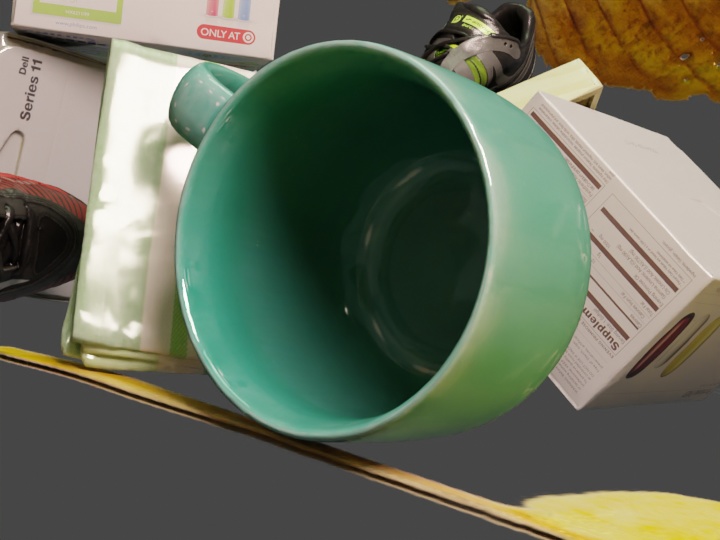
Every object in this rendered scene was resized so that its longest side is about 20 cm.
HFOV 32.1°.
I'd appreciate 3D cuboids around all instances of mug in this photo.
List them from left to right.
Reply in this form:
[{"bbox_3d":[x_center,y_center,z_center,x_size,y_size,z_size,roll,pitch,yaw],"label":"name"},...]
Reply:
[{"bbox_3d":[0.013,-0.021,0.518,0.152,0.185,0.114,-24,-19,31],"label":"mug"}]

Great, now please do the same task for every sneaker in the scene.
[{"bbox_3d":[-0.201,-0.014,0.596,0.098,0.071,0.200,10,4,44],"label":"sneaker"},{"bbox_3d":[0.056,-0.132,0.818,0.071,0.083,0.200,25,35,25],"label":"sneaker"}]

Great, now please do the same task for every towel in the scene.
[{"bbox_3d":[-0.031,-0.015,0.594,0.200,0.153,0.023,11,-16,-19],"label":"towel"}]

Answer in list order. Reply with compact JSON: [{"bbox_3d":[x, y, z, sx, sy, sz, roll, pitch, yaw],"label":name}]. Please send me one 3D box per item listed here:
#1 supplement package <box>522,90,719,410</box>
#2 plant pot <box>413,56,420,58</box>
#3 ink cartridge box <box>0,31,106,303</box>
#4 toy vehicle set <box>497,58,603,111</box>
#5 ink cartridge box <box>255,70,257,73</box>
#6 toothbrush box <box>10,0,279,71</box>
[{"bbox_3d":[0.168,-0.007,0.786,0.200,0.111,0.156,4,43,-54],"label":"supplement package"},{"bbox_3d":[0.051,-0.060,1.005,0.186,0.200,0.186,11,4,-1],"label":"plant pot"},{"bbox_3d":[-0.232,-0.070,0.780,0.083,0.147,0.200,12,4,-35],"label":"ink cartridge box"},{"bbox_3d":[0.081,-0.042,0.831,0.124,0.200,0.027,-25,62,-22],"label":"toy vehicle set"},{"bbox_3d":[-0.068,-0.057,0.957,0.050,0.109,0.200,-19,-36,2],"label":"ink cartridge box"},{"bbox_3d":[-0.133,-0.172,0.773,0.146,0.086,0.200,6,3,-13],"label":"toothbrush box"}]
